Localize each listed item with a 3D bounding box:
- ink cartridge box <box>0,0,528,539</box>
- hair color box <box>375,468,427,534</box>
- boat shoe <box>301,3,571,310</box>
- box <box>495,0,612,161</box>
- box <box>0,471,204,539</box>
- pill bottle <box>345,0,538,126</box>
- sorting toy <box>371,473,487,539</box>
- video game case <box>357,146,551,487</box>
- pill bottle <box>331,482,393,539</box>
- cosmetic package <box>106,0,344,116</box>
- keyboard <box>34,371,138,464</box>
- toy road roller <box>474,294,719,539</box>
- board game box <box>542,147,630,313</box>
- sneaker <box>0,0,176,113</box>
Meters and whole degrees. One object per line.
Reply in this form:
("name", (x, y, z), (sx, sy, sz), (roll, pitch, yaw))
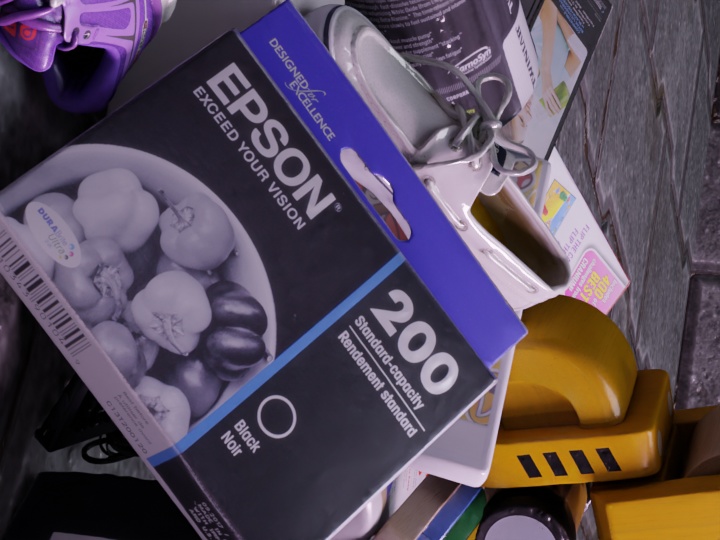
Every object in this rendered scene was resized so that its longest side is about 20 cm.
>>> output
("ink cartridge box", (-0.033, 0.001, 0.810), (0.200, 0.043, 0.199), (-41, 96, -31))
("hair color box", (0.010, 0.114, 1.269), (0.200, 0.061, 0.103), (-2, 97, -72))
("boat shoe", (0.049, -0.055, 0.920), (0.203, 0.085, 0.075), (56, 41, -30))
("box", (0.071, -0.106, 1.170), (0.060, 0.116, 0.201), (48, 49, -29))
("box", (-0.106, 0.214, 0.831), (0.149, 0.103, 0.201), (-67, 155, -48))
("pill bottle", (0.029, -0.170, 1.032), (0.201, 0.105, 0.107), (66, 33, -47))
("sorting toy", (0.016, 0.208, 1.116), (0.199, 0.069, 0.200), (-54, 173, 22))
("video game case", (0.000, 0.000, 1.006), (0.023, 0.180, 0.201), (112, -6, -59))
("pill bottle", (-0.017, 0.061, 1.073), (0.201, 0.110, 0.112), (-67, 156, -47))
("cosmetic package", (-0.067, -0.077, 0.918), (0.108, 0.084, 0.202), (36, 60, -70))
("keyboard", (-0.057, 0.052, 0.880), (0.199, 0.040, 0.104), (-16, 154, -41))
("toy road roller", (0.147, 0.089, 1.053), (0.123, 0.198, 0.147), (-51, 132, -66))
("board game box", (0.099, -0.009, 1.315), (0.153, 0.040, 0.201), (-50, 127, -24))
("sneaker", (-0.123, -0.129, 0.735), (0.200, 0.080, 0.084), (65, 39, -60))
